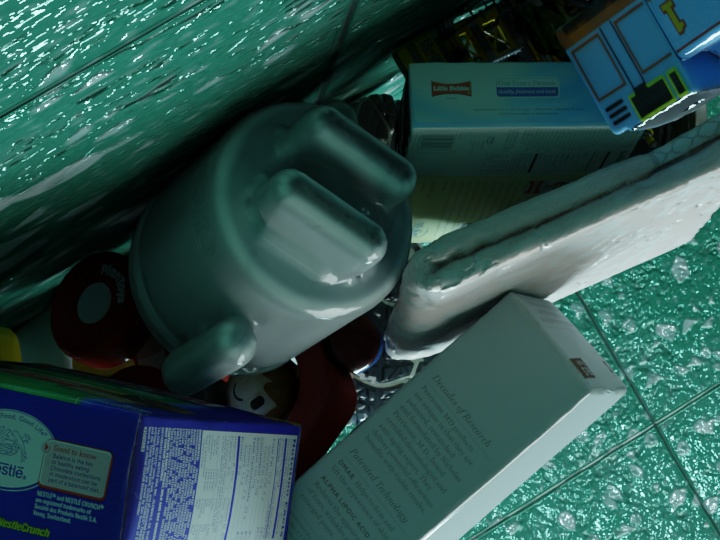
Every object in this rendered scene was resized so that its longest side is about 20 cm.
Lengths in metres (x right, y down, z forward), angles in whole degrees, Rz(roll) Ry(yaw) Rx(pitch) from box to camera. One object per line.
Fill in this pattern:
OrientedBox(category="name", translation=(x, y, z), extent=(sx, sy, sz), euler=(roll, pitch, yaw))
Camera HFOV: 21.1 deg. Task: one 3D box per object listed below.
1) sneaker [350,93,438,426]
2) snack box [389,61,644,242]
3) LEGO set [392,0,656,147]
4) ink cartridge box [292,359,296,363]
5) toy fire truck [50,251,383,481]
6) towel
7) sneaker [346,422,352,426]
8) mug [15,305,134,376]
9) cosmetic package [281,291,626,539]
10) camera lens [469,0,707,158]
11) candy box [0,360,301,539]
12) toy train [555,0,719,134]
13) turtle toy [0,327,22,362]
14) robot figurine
OrientedBox(category="sneaker", translation=(0.000, 0.000, 1.168), extent=(0.077, 0.202, 0.086), euler=(15, 157, -38))
OrientedBox(category="snack box", translation=(0.074, -0.058, 1.016), extent=(0.115, 0.037, 0.200), euler=(-1, 165, -4))
OrientedBox(category="LEGO set", translation=(0.127, -0.116, 1.028), extent=(0.199, 0.116, 0.154), euler=(-32, 178, 36))
OrientedBox(category="ink cartridge box", translation=(-0.036, 0.008, 1.292), extent=(0.050, 0.202, 0.162), euler=(4, -167, 21))
OrientedBox(category="toy fire truck", translation=(-0.072, 0.044, 1.108), extent=(0.167, 0.201, 0.112), euler=(-34, 144, 17))
OrientedBox(category="towel", translation=(0.103, -0.014, 1.007), extent=(0.190, 0.032, 0.200), euler=(-24, 169, -8))
OrientedBox(category="sneaker", translation=(-0.024, 0.010, 1.427), extent=(0.113, 0.201, 0.076), euler=(13, -163, 21))
OrientedBox(category="mug", translation=(-0.168, 0.084, 1.292), extent=(0.153, 0.151, 0.186), euler=(-22, 169, 41))
OrientedBox(category="cosmetic package", translation=(0.040, 0.102, 1.035), extent=(0.200, 0.074, 0.102), euler=(-43, 165, 10))
OrientedBox(category="camera lens", translation=(0.139, -0.092, 1.237), extent=(0.159, 0.161, 0.200), euler=(-31, 178, 9))
OrientedBox(category="candy box", translation=(-0.141, 0.091, 0.943), extent=(0.168, 0.078, 0.200), euler=(10, 177, 20))
OrientedBox(category="toy train", translation=(0.151, -0.139, 0.818), extent=(0.086, 0.115, 0.200), euler=(-31, 179, -29))
OrientedBox(category="turtle toy", translation=(-0.241, 0.109, 1.116), extent=(0.100, 0.147, 0.200), euler=(-5, 166, -26))
OrientedBox(category="robot figurine", translation=(-0.049, -0.013, 0.991), extent=(0.200, 0.113, 0.170), euler=(-35, -158, 56))
